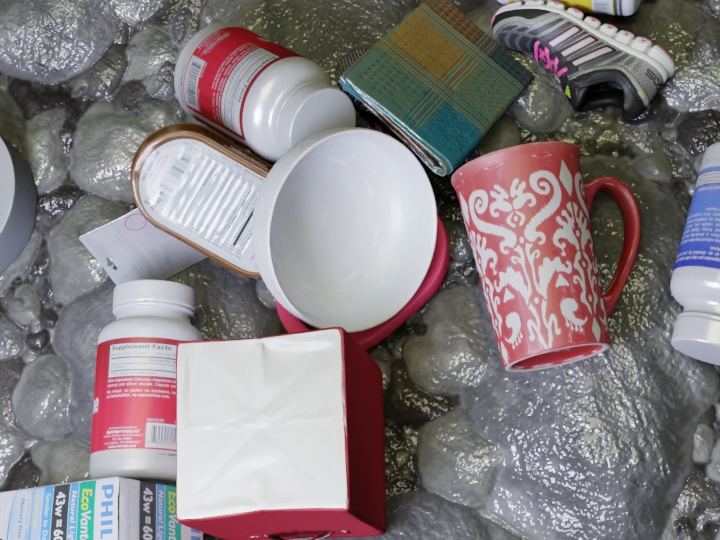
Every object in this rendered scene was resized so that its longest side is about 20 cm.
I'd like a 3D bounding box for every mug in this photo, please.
[{"bbox_3d":[0.194,-0.015,1.553,0.176,0.133,0.202,-13,76,9],"label":"mug"}]

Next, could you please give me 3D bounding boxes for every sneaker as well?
[{"bbox_3d":[0.055,-0.156,1.658,0.200,0.090,0.070,44,95,-6],"label":"sneaker"},{"bbox_3d":[0.220,-0.214,1.632,0.199,0.074,0.088,22,74,13],"label":"sneaker"}]

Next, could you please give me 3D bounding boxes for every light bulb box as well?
[{"bbox_3d":[-0.265,0.312,1.529,0.199,0.124,0.200,-13,70,34],"label":"light bulb box"}]

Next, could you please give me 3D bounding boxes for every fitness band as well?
[{"bbox_3d":[0.000,0.000,1.643,0.200,0.037,0.144,-41,73,0],"label":"fitness band"}]

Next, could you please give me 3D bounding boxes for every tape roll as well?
[{"bbox_3d":[-0.463,-0.074,1.750,0.198,0.066,0.202,-3,74,11],"label":"tape roll"}]

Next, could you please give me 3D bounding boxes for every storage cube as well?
[{"bbox_3d":[-0.075,0.163,1.534,0.169,0.180,0.202,-5,74,11],"label":"storage cube"}]

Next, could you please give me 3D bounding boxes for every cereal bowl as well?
[{"bbox_3d":[-0.025,-0.044,1.563,0.083,0.200,0.201,16,75,56],"label":"cereal bowl"}]

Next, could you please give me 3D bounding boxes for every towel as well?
[{"bbox_3d":[0.081,-0.194,1.611,0.146,0.022,0.200,41,48,1],"label":"towel"}]

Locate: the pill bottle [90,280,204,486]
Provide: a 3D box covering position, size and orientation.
[{"bbox_3d":[-0.214,0.117,1.606,0.111,0.112,0.202,-2,73,12],"label":"pill bottle"}]

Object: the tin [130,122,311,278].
[{"bbox_3d":[-0.141,-0.068,1.599,0.199,0.042,0.112,29,105,-13],"label":"tin"}]

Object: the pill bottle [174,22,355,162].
[{"bbox_3d":[-0.098,-0.179,1.639,0.200,0.112,0.113,32,82,43],"label":"pill bottle"}]

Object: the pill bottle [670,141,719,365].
[{"bbox_3d":[0.363,-0.014,1.523,0.111,0.112,0.202,14,78,16],"label":"pill bottle"}]

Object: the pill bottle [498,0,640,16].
[{"bbox_3d":[0.197,-0.331,1.652,0.198,0.112,0.113,8,76,14],"label":"pill bottle"}]

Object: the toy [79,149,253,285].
[{"bbox_3d":[-0.187,-0.058,1.666,0.199,0.115,0.047,-24,49,6],"label":"toy"}]
